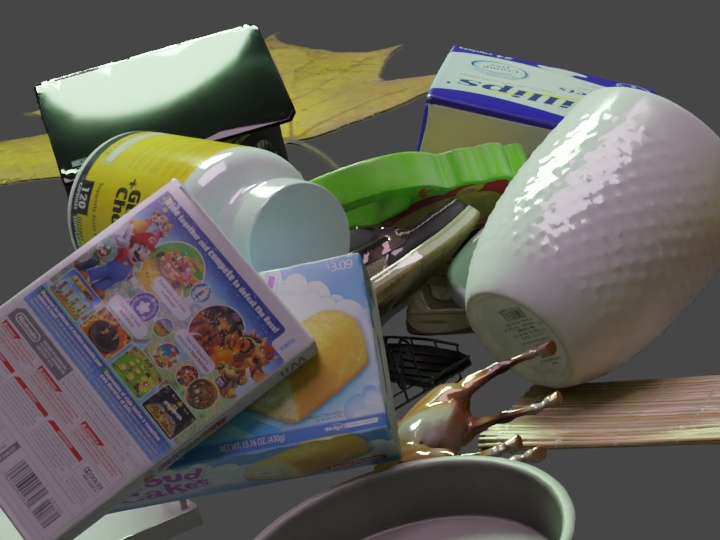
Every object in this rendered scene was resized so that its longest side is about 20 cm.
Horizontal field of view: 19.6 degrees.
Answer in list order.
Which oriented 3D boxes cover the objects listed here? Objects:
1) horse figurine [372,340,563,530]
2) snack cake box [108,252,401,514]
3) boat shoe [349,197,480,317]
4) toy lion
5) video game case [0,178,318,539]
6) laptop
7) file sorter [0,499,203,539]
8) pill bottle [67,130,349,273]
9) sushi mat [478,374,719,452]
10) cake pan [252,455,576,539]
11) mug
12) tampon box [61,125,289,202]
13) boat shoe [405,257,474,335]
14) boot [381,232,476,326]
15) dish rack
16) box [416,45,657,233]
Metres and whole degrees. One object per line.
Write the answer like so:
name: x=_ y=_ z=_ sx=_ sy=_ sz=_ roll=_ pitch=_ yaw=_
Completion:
horse figurine: x=0.057 y=0.110 z=1.292 sx=0.132 sy=0.050 sz=0.200 roll=-22 pitch=19 yaw=23
snack cake box: x=-0.084 y=0.070 z=1.253 sx=0.200 sy=0.115 sz=0.067 roll=-12 pitch=-23 yaw=5
boat shoe: x=0.000 y=0.000 z=1.433 sx=0.200 sy=0.065 sz=0.072 roll=-37 pitch=-13 yaw=-27
toy lion: x=0.030 y=-0.048 z=1.525 sx=0.192 sy=0.069 sz=0.200 roll=-21 pitch=-14 yaw=13
video game case: x=-0.145 y=0.055 z=1.220 sx=0.200 sy=0.143 sz=0.018 roll=-37 pitch=-24 yaw=-9
laptop: x=-0.150 y=-0.113 z=1.588 sx=0.177 sy=0.103 sz=0.200 roll=-16 pitch=-9 yaw=-8
file sorter: x=-0.219 y=0.117 z=1.397 sx=0.139 sy=0.125 sz=0.200 roll=-22 pitch=18 yaw=-21
pill bottle: x=-0.099 y=-0.030 z=1.379 sx=0.112 sy=0.112 sz=0.200 roll=-26 pitch=23 yaw=-33
sushi mat: x=0.181 y=0.089 z=1.329 sx=0.200 sy=0.012 sz=0.096 roll=-5 pitch=18 yaw=31
cake pan: x=0.023 y=0.168 z=1.129 sx=0.200 sy=0.037 sz=0.200 roll=-15 pitch=23 yaw=7
mug: x=0.140 y=-0.012 z=1.419 sx=0.200 sy=0.148 sz=0.175 roll=0 pitch=42 yaw=53
tampon box: x=-0.120 y=-0.013 z=1.606 sx=0.126 sy=0.200 sz=0.150 roll=-9 pitch=18 yaw=18
boat shoe: x=0.125 y=0.009 z=1.522 sx=0.200 sy=0.065 sz=0.072 roll=-4 pitch=4 yaw=23
boot: x=0.065 y=-0.009 z=1.675 sx=0.132 sy=0.070 sz=0.200 roll=-3 pitch=24 yaw=18
dish rack: x=-0.027 y=0.079 z=1.478 sx=0.200 sy=0.055 sz=0.153 roll=-26 pitch=20 yaw=-35
box: x=0.143 y=-0.097 z=1.700 sx=0.184 sy=0.105 sz=0.200 roll=13 pitch=20 yaw=4
